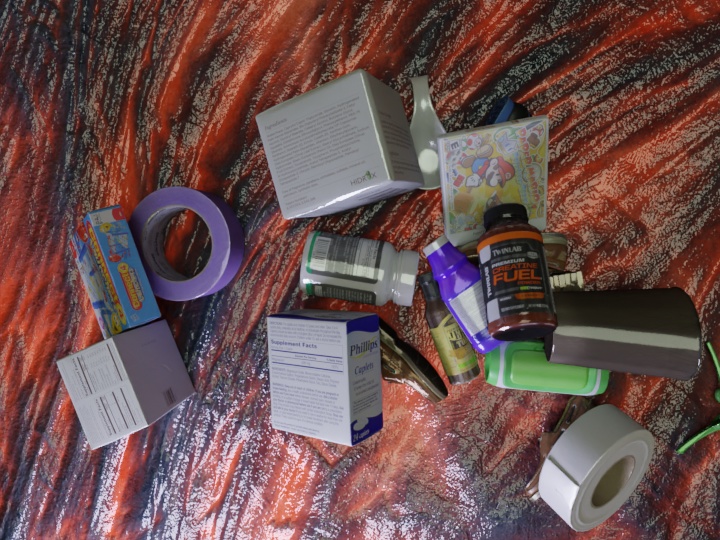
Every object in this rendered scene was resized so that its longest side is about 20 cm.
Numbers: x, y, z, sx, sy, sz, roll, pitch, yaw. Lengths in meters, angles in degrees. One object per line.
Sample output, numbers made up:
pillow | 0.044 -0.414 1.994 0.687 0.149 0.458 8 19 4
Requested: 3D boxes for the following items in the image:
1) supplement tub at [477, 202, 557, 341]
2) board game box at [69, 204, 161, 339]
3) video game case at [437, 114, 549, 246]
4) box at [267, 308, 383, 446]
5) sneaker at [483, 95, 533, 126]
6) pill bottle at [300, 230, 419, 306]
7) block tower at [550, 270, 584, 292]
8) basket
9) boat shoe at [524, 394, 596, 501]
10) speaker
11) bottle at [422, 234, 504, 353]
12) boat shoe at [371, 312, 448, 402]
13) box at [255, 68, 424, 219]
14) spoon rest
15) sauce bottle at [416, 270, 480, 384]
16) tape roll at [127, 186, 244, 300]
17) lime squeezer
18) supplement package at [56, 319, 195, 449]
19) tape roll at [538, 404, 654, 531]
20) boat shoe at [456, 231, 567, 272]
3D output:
supplement tub | 0.239 0.001 0.871 0.105 0.107 0.204 -6 70 6
board game box | -0.442 0.011 0.994 0.055 0.195 0.204 -21 90 -38
video game case | 0.225 -0.145 0.940 0.178 0.023 0.203 -10 121 0
box | -0.061 0.174 0.963 0.181 0.104 0.205 0 94 36
sneaker | 0.227 -0.194 0.968 0.077 0.070 0.202 28 107 -14
pill bottle | 0.000 0.000 0.980 0.196 0.113 0.116 10 94 5
block tower | 0.287 0.043 0.983 0.196 0.058 0.055 -10 92 8
basket | 0.400 0.094 0.887 0.196 0.180 0.139 2 105 12
boat shoe | 0.347 0.311 0.989 0.068 0.072 0.201 38 89 20
speaker | 0.320 0.166 0.971 0.195 0.088 0.091 4 94 6
bottle | 0.177 0.036 0.934 0.083 0.065 0.202 -34 87 3
boat shoe | 0.068 0.168 1.003 0.200 0.072 0.068 45 104 10
box | -0.026 -0.193 0.910 0.197 0.199 0.175 -15 91 22
spoon rest | 0.113 -0.244 0.982 0.097 0.061 0.205 -8 91 6
sauce bottle | 0.152 0.100 0.994 0.064 0.065 0.203 -21 92 6
tape roll | -0.320 -0.049 1.025 0.195 0.085 0.205 0 93 5
lime squeezer | 0.616 0.231 0.975 0.070 0.037 0.204 16 96 36
supplement package | -0.404 0.192 0.987 0.109 0.200 0.158 -22 91 7
tape roll | 0.389 0.326 0.920 0.199 0.071 0.206 -16 123 -26
boat shoe | 0.261 -0.021 0.966 0.196 0.076 0.073 -4 78 7
